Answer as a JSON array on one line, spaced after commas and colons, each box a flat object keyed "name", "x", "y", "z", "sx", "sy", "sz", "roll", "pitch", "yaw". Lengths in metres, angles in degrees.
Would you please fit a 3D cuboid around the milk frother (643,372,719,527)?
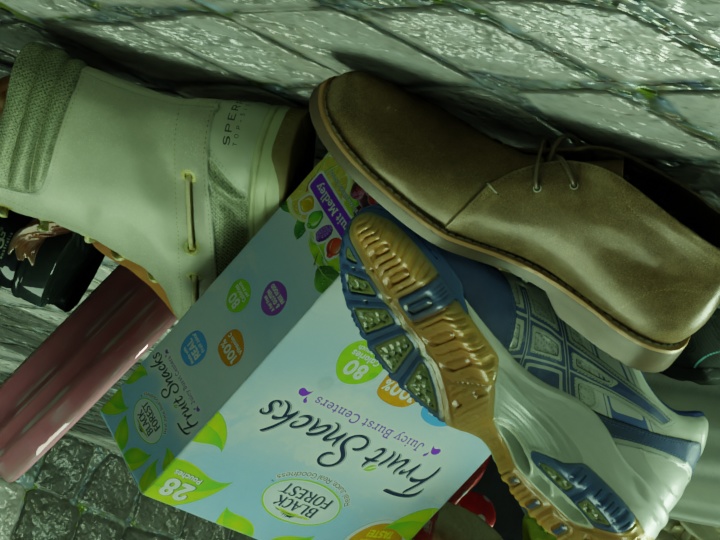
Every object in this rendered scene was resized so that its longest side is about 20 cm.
[{"name": "milk frother", "x": 0.224, "y": 0.129, "z": 1.386, "sx": 0.180, "sy": 0.201, "sz": 0.188, "roll": 20, "pitch": 172, "yaw": -34}]

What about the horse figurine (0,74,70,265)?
[{"name": "horse figurine", "x": -0.174, "y": -0.063, "z": 1.452, "sx": 0.132, "sy": 0.050, "sz": 0.200, "roll": -2, "pitch": 158, "yaw": 11}]

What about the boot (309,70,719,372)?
[{"name": "boot", "x": 0.073, "y": -0.039, "z": 1.175, "sx": 0.199, "sy": 0.074, "sz": 0.076, "roll": 31, "pitch": 129, "yaw": -10}]

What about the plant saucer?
[{"name": "plant saucer", "x": -0.167, "y": 0.047, "z": 1.724, "sx": 0.051, "sy": 0.201, "sz": 0.201, "roll": 45, "pitch": 168, "yaw": -3}]

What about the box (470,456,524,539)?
[{"name": "box", "x": 0.121, "y": 0.127, "z": 1.741, "sx": 0.198, "sy": 0.124, "sz": 0.200, "roll": 6, "pitch": 170, "yaw": 39}]

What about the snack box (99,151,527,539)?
[{"name": "snack box", "x": 0.003, "y": 0.042, "z": 1.308, "sx": 0.168, "sy": 0.200, "sz": 0.068, "roll": 26, "pitch": -156, "yaw": -43}]

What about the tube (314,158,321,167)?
[{"name": "tube", "x": 0.000, "y": 0.000, "z": 1.466, "sx": 0.052, "sy": 0.058, "sz": 0.200, "roll": 59, "pitch": -173, "yaw": 28}]

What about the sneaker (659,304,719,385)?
[{"name": "sneaker", "x": 0.193, "y": 0.011, "z": 1.218, "sx": 0.199, "sy": 0.076, "sz": 0.079, "roll": 12, "pitch": 149, "yaw": 26}]

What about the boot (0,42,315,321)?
[{"name": "boot", "x": -0.107, "y": -0.017, "z": 1.343, "sx": 0.154, "sy": 0.072, "sz": 0.201, "roll": 16, "pitch": 134, "yaw": 6}]

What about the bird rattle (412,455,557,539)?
[{"name": "bird rattle", "x": 0.027, "y": 0.148, "z": 1.422, "sx": 0.162, "sy": 0.113, "sz": 0.200, "roll": -17, "pitch": -137, "yaw": -29}]

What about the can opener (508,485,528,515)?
[{"name": "can opener", "x": 0.097, "y": 0.080, "z": 1.486, "sx": 0.066, "sy": 0.201, "sz": 0.053, "roll": -11, "pitch": 148, "yaw": -22}]

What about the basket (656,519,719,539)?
[{"name": "basket", "x": 0.248, "y": 0.169, "z": 1.530, "sx": 0.200, "sy": 0.136, "sz": 0.123, "roll": 41, "pitch": -167, "yaw": 33}]

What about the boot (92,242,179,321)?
[{"name": "boot", "x": -0.075, "y": 0.037, "z": 1.500, "sx": 0.076, "sy": 0.156, "sz": 0.200, "roll": -20, "pitch": 160, "yaw": 20}]

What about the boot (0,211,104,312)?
[{"name": "boot", "x": -0.238, "y": -0.044, "z": 1.655, "sx": 0.168, "sy": 0.077, "sz": 0.200, "roll": 29, "pitch": -175, "yaw": 4}]

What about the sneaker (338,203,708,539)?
[{"name": "sneaker", "x": 0.073, "y": 0.035, "z": 1.223, "sx": 0.200, "sy": 0.088, "sz": 0.075, "roll": 49, "pitch": 152, "yaw": -15}]
